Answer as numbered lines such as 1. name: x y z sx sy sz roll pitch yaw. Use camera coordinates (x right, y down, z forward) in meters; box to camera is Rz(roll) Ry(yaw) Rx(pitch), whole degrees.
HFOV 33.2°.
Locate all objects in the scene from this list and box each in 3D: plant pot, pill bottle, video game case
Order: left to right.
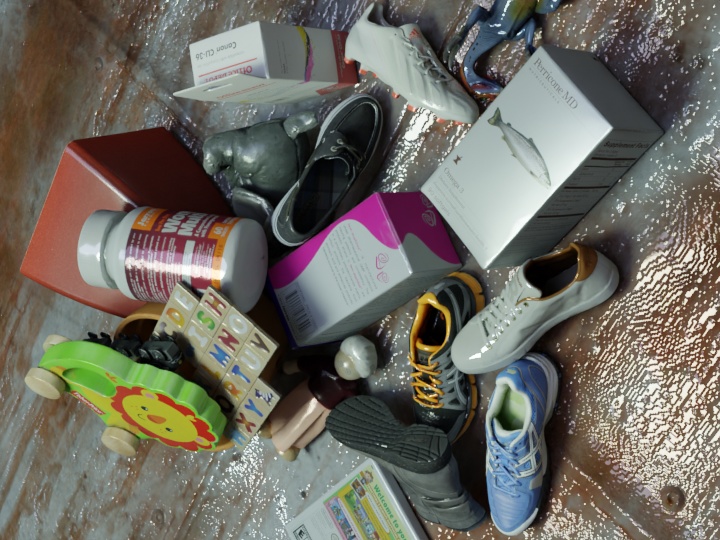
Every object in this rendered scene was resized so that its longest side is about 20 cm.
1. plant pot: -0.281 -0.045 1.550 0.176 0.200 0.201 36 116 17
2. pill bottle: -0.215 -0.015 1.384 0.199 0.110 0.110 8 100 17
3. plant pot: -0.183 0.100 1.481 0.199 0.140 0.201 20 132 24
4. video game case: 0.012 0.352 1.454 0.182 0.022 0.201 -43 67 33

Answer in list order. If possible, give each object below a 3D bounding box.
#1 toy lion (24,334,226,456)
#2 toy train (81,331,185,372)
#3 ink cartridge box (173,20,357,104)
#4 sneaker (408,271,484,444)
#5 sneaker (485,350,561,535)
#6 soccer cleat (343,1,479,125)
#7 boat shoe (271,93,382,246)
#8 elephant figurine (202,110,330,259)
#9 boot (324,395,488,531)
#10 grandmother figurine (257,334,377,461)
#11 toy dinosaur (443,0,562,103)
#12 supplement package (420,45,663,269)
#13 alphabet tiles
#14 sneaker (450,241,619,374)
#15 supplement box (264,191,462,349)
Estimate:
1. toy lion: -0.259 0.146 1.392 0.191 0.200 0.069 -13 44 43
2. toy train: -0.272 0.098 1.416 0.199 0.034 0.046 -1 131 46
3. ink cartridge box: -0.111 -0.236 1.380 0.116 0.200 0.068 -10 89 38
4. sneaker: 0.083 0.103 1.337 0.078 0.077 0.201 11 103 35
5. sneaker: 0.159 0.187 1.285 0.075 0.077 0.201 10 102 36
6. soccer cleat: 0.059 -0.228 1.333 0.200 0.069 0.078 39 114 32
7. boat shoe: -0.031 -0.116 1.358 0.200 0.070 0.066 -54 16 -13
8. elephant figurine: -0.106 -0.077 1.455 0.155 0.141 0.201 -149 46 -80
9. boot: 0.047 0.224 1.365 0.200 0.070 0.132 23 147 51
10. grandmother figurine: -0.043 0.150 1.454 0.121 0.061 0.200 38 122 -3
11. toy dinosaur: 0.168 -0.263 1.258 0.105 0.200 0.181 35 147 -9
12. supplement package: 0.180 -0.111 1.213 0.200 0.117 0.117 -50 64 30
13. alphabet tiles: -0.162 0.103 1.359 0.167 0.008 0.200 41 138 6
14. sneaker: 0.161 0.032 1.240 0.200 0.085 0.073 -37 47 21
15. supplement box: 0.000 0.000 1.377 0.200 0.103 0.102 -33 73 37
